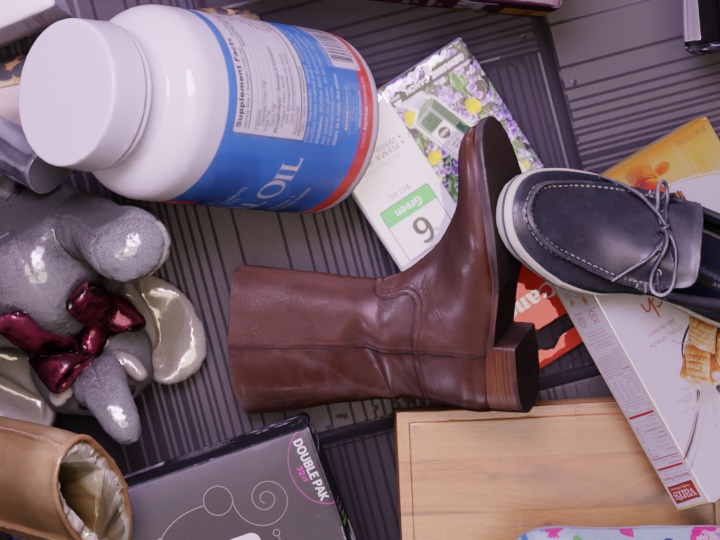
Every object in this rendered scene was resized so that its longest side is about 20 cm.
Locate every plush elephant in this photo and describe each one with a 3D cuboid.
[{"bbox_3d":[-0.172,0.037,1.552,0.165,0.200,0.155,-31,114,-2],"label":"plush elephant"}]

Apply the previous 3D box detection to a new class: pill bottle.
[{"bbox_3d":[-0.093,-0.092,1.500,0.200,0.112,0.112,4,92,-46],"label":"pill bottle"}]

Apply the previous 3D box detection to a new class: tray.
[{"bbox_3d":[0.123,0.130,1.616,0.200,0.037,0.099,-3,92,-2],"label":"tray"}]

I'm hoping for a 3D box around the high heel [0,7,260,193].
[{"bbox_3d":[-0.170,-0.126,1.597,0.200,0.143,0.071,-35,132,-29],"label":"high heel"}]

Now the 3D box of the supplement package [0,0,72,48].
[{"bbox_3d":[-0.288,-0.168,1.552,0.200,0.121,0.120,-23,92,0],"label":"supplement package"}]

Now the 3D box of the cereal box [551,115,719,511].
[{"bbox_3d":[0.200,0.025,1.582,0.144,0.040,0.200,-31,92,-33],"label":"cereal box"}]

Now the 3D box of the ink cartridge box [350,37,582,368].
[{"bbox_3d":[0.069,-0.029,1.602,0.109,0.050,0.200,-33,92,-1],"label":"ink cartridge box"}]

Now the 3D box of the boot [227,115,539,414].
[{"bbox_3d":[0.000,0.000,1.558,0.200,0.064,0.187,2,105,24],"label":"boot"}]

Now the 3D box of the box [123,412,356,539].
[{"bbox_3d":[-0.066,0.205,1.569,0.148,0.124,0.200,-19,91,-1],"label":"box"}]

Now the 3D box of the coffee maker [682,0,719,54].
[{"bbox_3d":[0.252,-0.233,1.533,0.135,0.192,0.200,-14,94,-18],"label":"coffee maker"}]

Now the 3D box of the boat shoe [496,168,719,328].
[{"bbox_3d":[0.170,-0.015,1.516,0.200,0.062,0.075,19,69,-24],"label":"boat shoe"}]

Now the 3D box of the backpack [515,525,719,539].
[{"bbox_3d":[0.158,0.249,1.555,0.177,0.151,0.200,-1,131,-1],"label":"backpack"}]

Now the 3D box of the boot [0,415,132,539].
[{"bbox_3d":[-0.218,0.132,1.507,0.200,0.175,0.066,12,63,28],"label":"boot"}]

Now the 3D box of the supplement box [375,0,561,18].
[{"bbox_3d":[0.021,-0.204,1.566,0.200,0.110,0.086,6,92,-2],"label":"supplement box"}]
